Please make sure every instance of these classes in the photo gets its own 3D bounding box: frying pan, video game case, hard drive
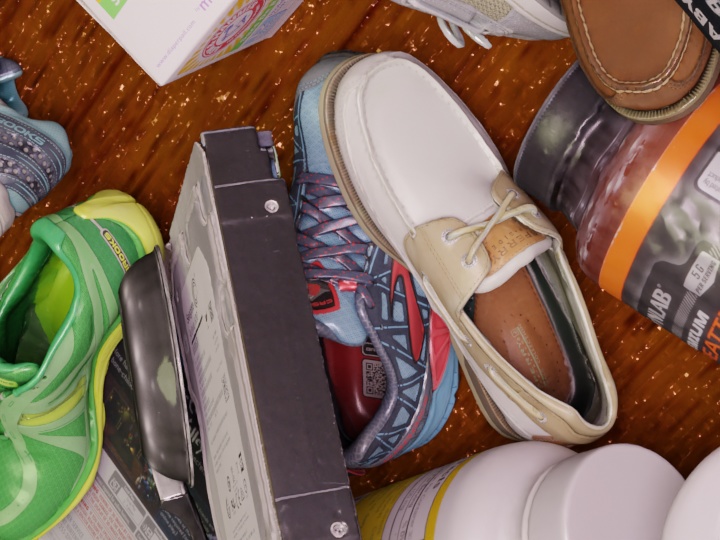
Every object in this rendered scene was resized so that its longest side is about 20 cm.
[{"bbox_3d":[-0.093,0.075,0.891,0.031,0.115,0.190,-8,129,-9],"label":"frying pan"},{"bbox_3d":[-0.114,0.093,0.962,0.200,0.023,0.182,50,123,26],"label":"video game case"},{"bbox_3d":[-0.046,0.055,0.807,0.140,0.038,0.200,121,140,-67],"label":"hard drive"}]

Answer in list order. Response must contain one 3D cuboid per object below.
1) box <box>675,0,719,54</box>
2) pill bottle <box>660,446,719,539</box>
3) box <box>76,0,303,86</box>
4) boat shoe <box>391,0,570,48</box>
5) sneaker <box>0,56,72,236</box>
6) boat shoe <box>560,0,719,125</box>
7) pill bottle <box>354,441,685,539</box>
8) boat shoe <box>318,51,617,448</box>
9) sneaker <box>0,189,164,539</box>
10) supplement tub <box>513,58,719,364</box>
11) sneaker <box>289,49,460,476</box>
[{"bbox_3d":[0.173,-0.184,0.670,0.200,0.046,0.159,-38,84,-8],"label":"box"},{"bbox_3d":[0.194,0.152,0.745,0.112,0.113,0.200,4,147,28],"label":"pill bottle"},{"bbox_3d":[-0.041,-0.191,0.812,0.101,0.112,0.200,47,122,4],"label":"box"},{"bbox_3d":[0.027,-0.135,0.749,0.065,0.202,0.075,-19,72,36],"label":"boat shoe"},{"bbox_3d":[-0.222,-0.084,0.975,0.200,0.086,0.078,41,154,34],"label":"sneaker"},{"bbox_3d":[0.100,-0.158,0.725,0.072,0.068,0.200,-10,75,24],"label":"boat shoe"},{"bbox_3d":[0.057,0.139,0.829,0.200,0.111,0.111,-28,91,51],"label":"pill bottle"},{"bbox_3d":[0.056,-0.011,0.819,0.200,0.075,0.068,57,161,-14],"label":"boat shoe"},{"bbox_3d":[-0.166,0.049,0.932,0.074,0.084,0.200,35,116,33],"label":"sneaker"},{"bbox_3d":[0.163,-0.013,0.760,0.200,0.107,0.107,33,118,17],"label":"supplement tub"},{"bbox_3d":[0.000,0.000,0.857,0.079,0.096,0.200,-1,104,28],"label":"sneaker"}]
